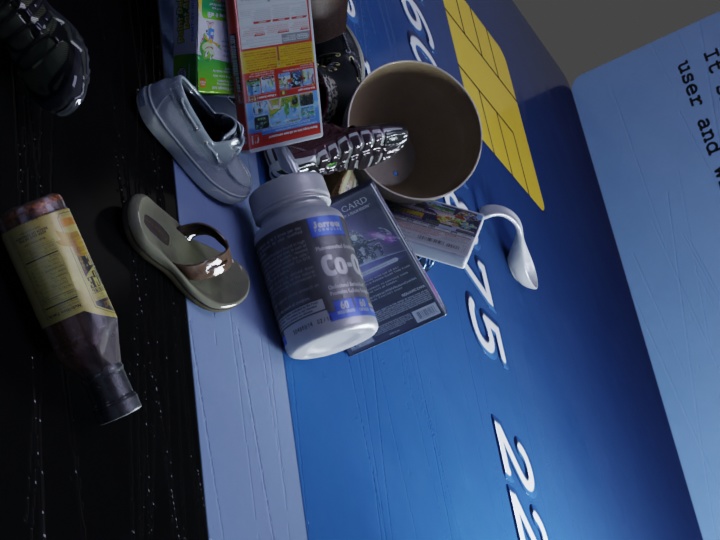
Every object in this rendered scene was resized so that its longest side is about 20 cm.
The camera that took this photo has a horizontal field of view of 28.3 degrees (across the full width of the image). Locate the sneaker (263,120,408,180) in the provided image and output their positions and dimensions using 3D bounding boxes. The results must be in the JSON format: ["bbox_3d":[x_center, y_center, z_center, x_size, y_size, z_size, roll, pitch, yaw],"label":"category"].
[{"bbox_3d":[-0.043,-0.187,1.860,0.116,0.199,0.076,63,-26,21],"label":"sneaker"}]

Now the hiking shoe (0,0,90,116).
[{"bbox_3d":[-0.325,-0.231,1.329,0.101,0.076,0.201,-1,60,-60],"label":"hiking shoe"}]

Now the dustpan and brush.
[{"bbox_3d":[-0.133,-0.192,1.772,0.201,0.057,0.140,67,20,0],"label":"dustpan and brush"}]

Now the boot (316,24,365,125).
[{"bbox_3d":[-0.050,-0.291,2.070,0.154,0.073,0.204,12,63,-67],"label":"boot"}]

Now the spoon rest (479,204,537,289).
[{"bbox_3d":[0.296,-0.047,2.723,0.200,0.060,0.100,54,24,-30],"label":"spoon rest"}]

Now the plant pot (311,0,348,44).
[{"bbox_3d":[-0.090,-0.421,2.003,0.187,0.186,0.201,-65,142,-64],"label":"plant pot"}]

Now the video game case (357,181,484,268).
[{"bbox_3d":[0.065,-0.068,2.002,0.182,0.199,0.023,-59,163,-66],"label":"video game case"}]

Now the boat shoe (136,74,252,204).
[{"bbox_3d":[-0.169,-0.147,1.615,0.201,0.071,0.070,46,28,-45],"label":"boat shoe"}]

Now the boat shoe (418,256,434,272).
[{"bbox_3d":[0.074,-0.032,2.120,0.200,0.068,0.084,13,56,-66],"label":"boat shoe"}]

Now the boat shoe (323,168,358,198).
[{"bbox_3d":[-0.040,-0.086,1.897,0.063,0.073,0.201,55,33,-44],"label":"boat shoe"}]

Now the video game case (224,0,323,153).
[{"bbox_3d":[-0.102,-0.249,1.704,0.143,0.017,0.201,-20,108,-51],"label":"video game case"}]

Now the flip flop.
[{"bbox_3d":[-0.172,-0.022,1.493,0.200,0.057,0.081,44,30,-47],"label":"flip flop"}]

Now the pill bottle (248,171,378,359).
[{"bbox_3d":[-0.060,-0.007,1.683,0.114,0.113,0.201,16,54,-65],"label":"pill bottle"}]

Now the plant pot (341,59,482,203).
[{"bbox_3d":[0.055,-0.180,2.027,0.201,0.200,0.134,68,-23,4],"label":"plant pot"}]

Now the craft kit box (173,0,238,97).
[{"bbox_3d":[-0.140,-0.304,1.697,0.200,0.048,0.199,-3,93,-53],"label":"craft kit box"}]

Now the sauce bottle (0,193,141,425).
[{"bbox_3d":[-0.247,0.034,1.233,0.201,0.066,0.066,67,20,-4],"label":"sauce bottle"}]

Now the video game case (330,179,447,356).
[{"bbox_3d":[0.000,0.000,1.786,0.200,0.142,0.019,60,19,-19],"label":"video game case"}]
